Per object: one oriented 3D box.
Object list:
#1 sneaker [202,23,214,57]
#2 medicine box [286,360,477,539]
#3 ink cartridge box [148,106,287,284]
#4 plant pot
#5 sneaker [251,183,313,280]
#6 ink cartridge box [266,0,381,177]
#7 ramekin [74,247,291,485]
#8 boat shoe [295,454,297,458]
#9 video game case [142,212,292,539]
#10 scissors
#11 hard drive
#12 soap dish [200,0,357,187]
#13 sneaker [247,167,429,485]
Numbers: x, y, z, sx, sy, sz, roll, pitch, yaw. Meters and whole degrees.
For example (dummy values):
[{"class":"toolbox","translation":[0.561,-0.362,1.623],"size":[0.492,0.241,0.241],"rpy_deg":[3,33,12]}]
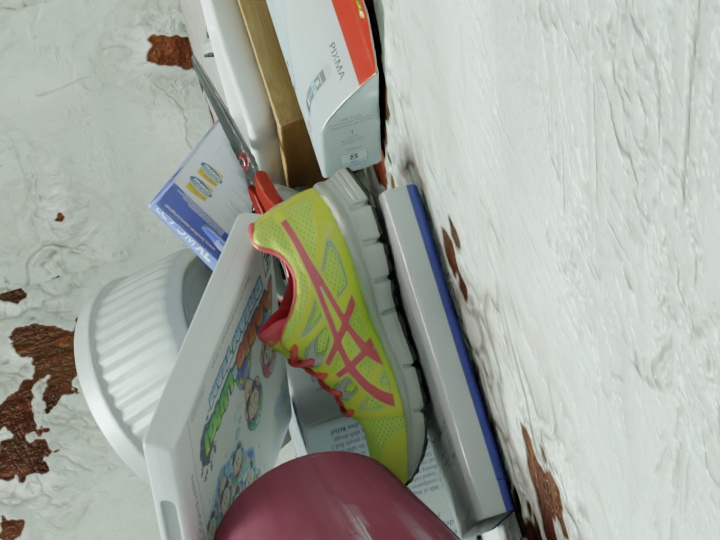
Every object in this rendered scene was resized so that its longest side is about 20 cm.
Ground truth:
[{"class":"sneaker","translation":[-0.093,-0.232,1.667],"size":[0.200,0.077,0.087],"rpy_deg":[166,100,-78]},{"class":"medicine box","translation":[0.013,0.148,1.407],"size":[0.182,0.102,0.202],"rpy_deg":[-119,14,-67]},{"class":"ink cartridge box","translation":[-0.087,-0.048,1.488],"size":[0.119,0.042,0.200],"rpy_deg":[44,-150,-9]},{"class":"plant pot","translation":[-0.001,0.208,1.126],"size":[0.179,0.198,0.201],"rpy_deg":[-121,16,-50]},{"class":"sneaker","translation":[0.000,0.000,1.349],"size":[0.200,0.079,0.074],"rpy_deg":[50,141,39]},{"class":"ink cartridge box","translation":[-0.030,-0.172,1.235],"size":[0.200,0.047,0.161],"rpy_deg":[83,171,-69]},{"class":"ramekin","translation":[-0.126,0.076,1.590],"size":[0.200,0.105,0.201],"rpy_deg":[39,-147,-32]},{"class":"boat shoe","translation":[-0.021,0.162,1.588],"size":[0.075,0.068,0.201],"rpy_deg":[93,-164,-58]},{"class":"video game case","translation":[-0.084,0.097,1.211],"size":[0.201,0.023,0.183],"rpy_deg":[-71,-18,-45]},{"class":"scissors","translation":[-0.070,-0.068,1.346],"size":[0.073,0.014,0.202],"rpy_deg":[-34,74,63]},{"class":"hard drive","translation":[0.048,0.060,1.199],"size":[0.132,0.025,0.202],"rpy_deg":[100,154,-77]},{"class":"soap dish","translation":[-0.063,-0.154,1.443],"size":[0.158,0.080,0.202],"rpy_deg":[85,168,-64]},{"class":"sneaker","translation":[-0.016,0.043,1.200],"size":[0.078,0.089,0.202],"rpy_deg":[-146,40,-78]}]
